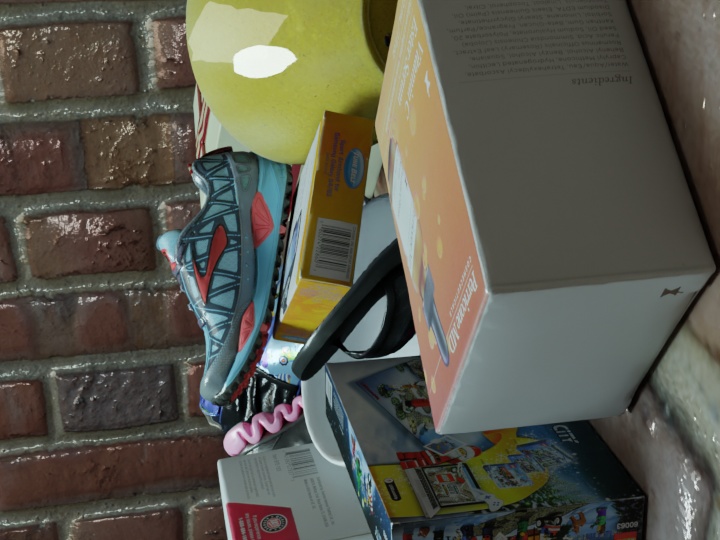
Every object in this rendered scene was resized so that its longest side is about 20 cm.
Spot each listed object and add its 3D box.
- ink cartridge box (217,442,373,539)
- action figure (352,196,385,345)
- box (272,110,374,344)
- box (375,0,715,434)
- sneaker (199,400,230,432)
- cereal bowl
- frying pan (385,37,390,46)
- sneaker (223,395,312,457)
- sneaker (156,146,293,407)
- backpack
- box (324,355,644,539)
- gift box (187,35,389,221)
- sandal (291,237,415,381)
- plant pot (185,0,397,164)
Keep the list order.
[{"bbox_3d":[0.003,0.189,0.971,0.145,0.198,0.084,-120,23,-68],"label":"ink cartridge box"},{"bbox_3d":[0.000,0.000,1.147,0.200,0.101,0.120,-114,10,-80],"label":"action figure"},{"bbox_3d":[-0.030,-0.021,0.947,0.200,0.041,0.120,116,162,-73],"label":"box"},{"bbox_3d":[0.080,-0.042,0.667,0.153,0.105,0.201,101,161,-58],"label":"box"},{"bbox_3d":[-0.251,0.223,2.616,0.077,0.145,0.204,107,158,-69],"label":"sneaker"},{"bbox_3d":[0.034,0.049,0.965,0.200,0.083,0.202,-40,43,53],"label":"cereal bowl"},{"bbox_3d":[0.043,-0.103,1.069,0.190,0.031,0.116,-105,15,-59],"label":"frying pan"},{"bbox_3d":[-0.030,0.157,1.245,0.079,0.199,0.096,26,-143,-64],"label":"sneaker"},{"bbox_3d":[-0.109,0.003,0.993,0.079,0.095,0.202,108,170,-69],"label":"sneaker"},{"bbox_3d":[-0.067,0.063,1.362,0.183,0.134,0.201,-42,-29,-61],"label":"backpack"},{"bbox_3d":[0.062,0.104,0.759,0.200,0.135,0.038,-119,27,-67],"label":"box"},{"bbox_3d":[-0.060,-0.159,1.236,0.201,0.183,0.188,-95,16,-46],"label":"gift box"},{"bbox_3d":[0.033,0.008,0.836,0.048,0.200,0.075,47,-168,10],"label":"sandal"},{"bbox_3d":[-0.002,-0.175,0.934,0.141,0.199,0.202,7,104,51],"label":"plant pot"}]
